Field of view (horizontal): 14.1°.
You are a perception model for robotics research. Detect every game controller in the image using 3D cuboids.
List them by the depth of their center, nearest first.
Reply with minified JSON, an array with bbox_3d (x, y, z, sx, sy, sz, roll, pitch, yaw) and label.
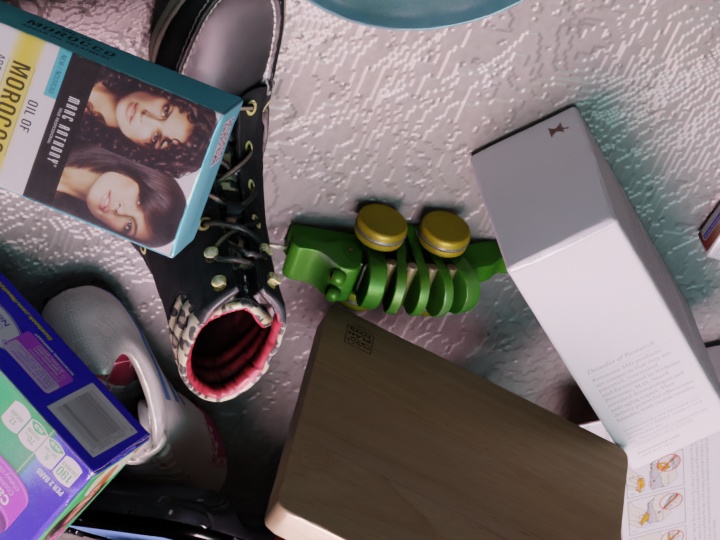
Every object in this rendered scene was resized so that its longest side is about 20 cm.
[{"bbox_3d":[-0.121,0.152,1.721,0.104,0.042,0.200,32,161,-36],"label":"game controller"}]

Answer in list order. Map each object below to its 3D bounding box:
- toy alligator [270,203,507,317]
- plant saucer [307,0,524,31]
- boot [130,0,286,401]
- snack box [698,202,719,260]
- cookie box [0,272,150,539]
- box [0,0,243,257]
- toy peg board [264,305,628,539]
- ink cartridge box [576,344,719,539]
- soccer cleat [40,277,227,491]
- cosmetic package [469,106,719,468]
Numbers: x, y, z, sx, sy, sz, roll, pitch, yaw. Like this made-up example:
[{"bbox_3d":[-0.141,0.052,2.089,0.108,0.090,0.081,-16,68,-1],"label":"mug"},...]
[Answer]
[{"bbox_3d":[0.000,0.000,1.677,0.199,0.054,0.059,5,131,-20],"label":"toy alligator"},{"bbox_3d":[0.039,-0.211,1.510,0.200,0.027,0.200,-8,135,-8],"label":"plant saucer"},{"bbox_3d":[-0.069,-0.047,1.541,0.073,0.154,0.204,2,133,-24],"label":"boot"},{"bbox_3d":[0.306,-0.019,1.766,0.200,0.024,0.072,14,126,-26],"label":"snack box"},{"bbox_3d":[-0.244,0.105,1.628,0.200,0.171,0.075,-48,171,27],"label":"cookie box"},{"bbox_3d":[-0.168,-0.083,1.477,0.200,0.049,0.082,22,105,4],"label":"box"},{"bbox_3d":[0.036,0.149,1.643,0.200,0.199,0.098,27,122,-8],"label":"toy peg board"},{"bbox_3d":[0.213,0.133,1.871,0.173,0.044,0.200,-12,135,-3],"label":"ink cartridge box"},{"bbox_3d":[-0.133,0.093,1.704,0.070,0.086,0.200,-24,134,7],"label":"soccer cleat"},{"bbox_3d":[0.142,0.013,1.697,0.071,0.102,0.200,-25,133,9],"label":"cosmetic package"}]
